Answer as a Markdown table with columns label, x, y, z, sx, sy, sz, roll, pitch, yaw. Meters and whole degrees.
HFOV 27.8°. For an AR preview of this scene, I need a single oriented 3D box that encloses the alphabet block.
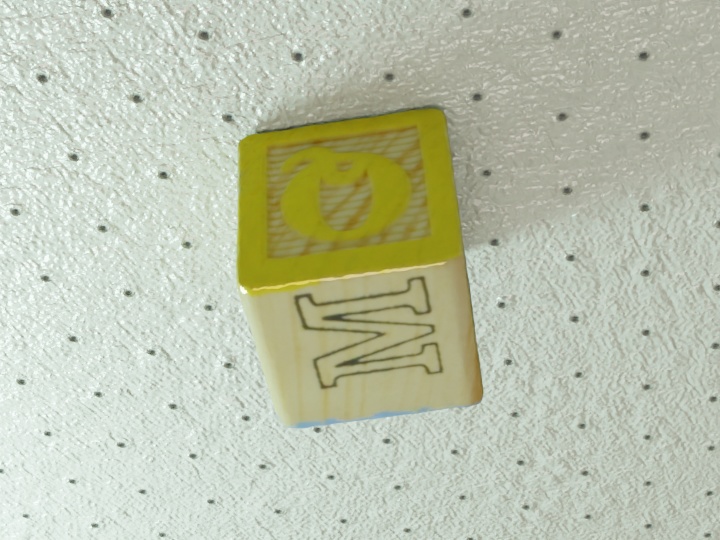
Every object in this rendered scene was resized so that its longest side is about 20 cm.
| label | x | y | z | sx | sy | sz | roll | pitch | yaw |
| --- | --- | --- | --- | --- | --- | --- | --- | --- | --- |
| alphabet block | 0.000 | 0.000 | 1.312 | 0.195 | 0.196 | 0.201 | -9 | 138 | 3 |
